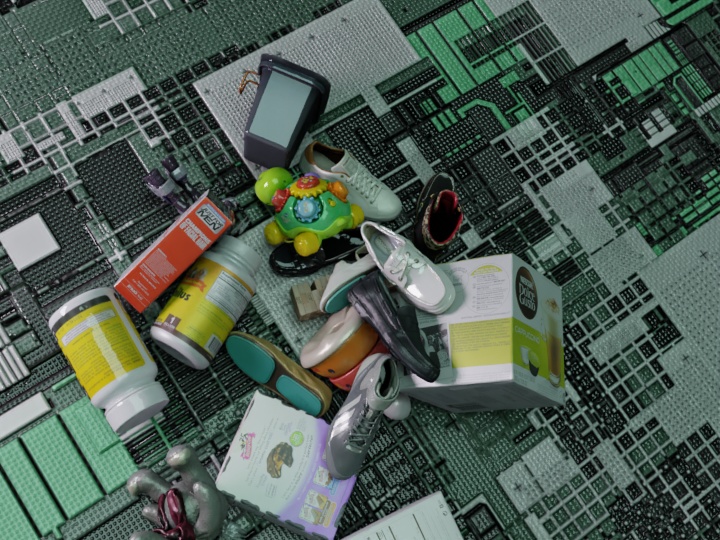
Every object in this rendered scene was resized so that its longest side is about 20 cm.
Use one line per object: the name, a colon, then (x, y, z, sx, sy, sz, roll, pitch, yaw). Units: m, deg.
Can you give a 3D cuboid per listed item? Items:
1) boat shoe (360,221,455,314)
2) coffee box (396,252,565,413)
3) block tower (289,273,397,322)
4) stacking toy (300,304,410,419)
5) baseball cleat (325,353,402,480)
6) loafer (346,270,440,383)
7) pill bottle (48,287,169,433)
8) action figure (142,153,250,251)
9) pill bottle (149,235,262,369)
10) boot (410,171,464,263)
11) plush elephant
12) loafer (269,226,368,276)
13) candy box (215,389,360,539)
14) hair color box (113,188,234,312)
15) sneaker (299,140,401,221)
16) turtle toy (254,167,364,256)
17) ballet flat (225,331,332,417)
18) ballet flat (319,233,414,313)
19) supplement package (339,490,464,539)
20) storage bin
boat shoe: (0.063, -0.007, 1.522, 0.071, 0.069, 0.200, -50, 53, 2)
coffee box: (0.192, 0.104, 1.562, 0.198, 0.199, 0.200, -9, 68, 32)
block tower: (-0.019, 0.029, 1.662, 0.198, 0.054, 0.058, -15, 76, -16)
stacking toy: (0.013, 0.163, 1.600, 0.146, 0.146, 0.200, -45, 100, -21)
baseball cleat: (0.003, 0.218, 1.487, 0.069, 0.106, 0.202, 20, 80, -14)
loafer: (0.058, 0.082, 1.488, 0.070, 0.068, 0.201, -42, 63, 4)
pill bottle: (-0.382, 0.138, 1.521, 0.114, 0.114, 0.201, -29, 79, -19)
action figure: (-0.269, -0.098, 1.647, 0.130, 0.069, 0.200, -44, 100, -27)
pill bottle: (-0.239, 0.047, 1.576, 0.109, 0.109, 0.201, 31, 72, 0)
boot: (0.134, -0.097, 1.682, 0.072, 0.151, 0.202, 23, 69, -3)
plush elephant: (-0.267, 0.383, 1.438, 0.200, 0.164, 0.155, 49, 41, -18)
loafer: (-0.057, -0.042, 1.672, 0.198, 0.063, 0.073, -13, 75, -15)
candy box: (-0.108, 0.307, 1.543, 0.198, 0.072, 0.169, 25, 69, -3)
hair color box: (-0.289, -0.033, 1.557, 0.200, 0.111, 0.064, -45, 102, 4)
sneaker: (-0.014, -0.153, 1.708, 0.199, 0.085, 0.073, 29, 67, -2)
turtle toy: (-0.097, -0.110, 1.648, 0.199, 0.102, 0.145, 20, 40, 39)
ballet flat: (-0.130, 0.162, 1.598, 0.199, 0.069, 0.063, 39, 29, 4)
ballet flat: (0.000, 0.000, 1.620, 0.199, 0.070, 0.070, -33, 81, -24)
supplement package: (0.049, 0.437, 1.505, 0.198, 0.121, 0.121, -22, 78, -17)
storage bin: (-0.144, -0.256, 1.663, 0.144, 0.200, 0.136, 22, 78, -3)
